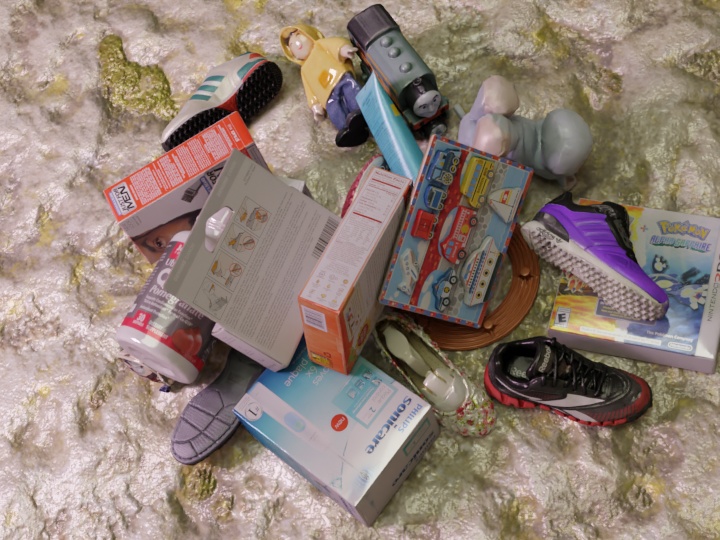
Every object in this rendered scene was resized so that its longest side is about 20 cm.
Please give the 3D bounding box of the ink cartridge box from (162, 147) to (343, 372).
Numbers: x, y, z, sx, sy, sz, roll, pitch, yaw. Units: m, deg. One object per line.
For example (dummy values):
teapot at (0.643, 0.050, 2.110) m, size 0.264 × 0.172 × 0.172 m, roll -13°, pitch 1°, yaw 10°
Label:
ink cartridge box at (-0.124, -0.013, 1.393) m, size 0.175 × 0.045 × 0.202 m, roll 33°, pitch 65°, yaw -17°

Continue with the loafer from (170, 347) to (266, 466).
loafer at (-0.156, 0.157, 1.460) m, size 0.071 × 0.063 × 0.201 m, roll 28°, pitch 77°, yaw 23°

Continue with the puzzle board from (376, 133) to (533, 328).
puzzle board at (0.114, -0.041, 1.383) m, size 0.017 × 0.149 × 0.203 m, roll 32°, pitch 105°, yaw 60°

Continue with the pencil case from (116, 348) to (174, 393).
pencil case at (-0.221, 0.054, 1.516) m, size 0.089 × 0.078 × 0.201 m, roll 25°, pitch 71°, yaw 26°

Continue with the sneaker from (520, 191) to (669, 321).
sneaker at (0.290, -0.029, 1.379) m, size 0.199 × 0.070 × 0.100 m, roll 37°, pitch 75°, yaw 28°

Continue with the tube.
tube at (0.051, -0.151, 1.507) m, size 0.050 × 0.077 × 0.202 m, roll -24°, pitch 80°, yaw -29°

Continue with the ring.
ring at (0.126, 0.004, 1.486) m, size 0.197 × 0.019 × 0.203 m, roll -7°, pitch 61°, yaw 12°

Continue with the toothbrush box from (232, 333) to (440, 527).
toothbrush box at (-0.027, 0.178, 1.396) m, size 0.199 × 0.086 × 0.147 m, roll 34°, pitch 74°, yaw 26°

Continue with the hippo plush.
hippo plush at (0.202, -0.139, 1.486) m, size 0.158 × 0.200 × 0.162 m, roll 12°, pitch 81°, yaw -8°

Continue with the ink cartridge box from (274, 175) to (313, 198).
ink cartridge box at (-0.173, -0.078, 1.590) m, size 0.197 × 0.051 × 0.110 m, roll 12°, pitch 67°, yaw 21°

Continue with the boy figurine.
boy figurine at (-0.043, -0.269, 1.623) m, size 0.064 × 0.125 × 0.202 m, roll -11°, pitch 61°, yaw -41°

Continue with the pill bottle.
pill bottle at (-0.200, 0.024, 1.428) m, size 0.109 × 0.111 × 0.202 m, roll 21°, pitch 71°, yaw 23°

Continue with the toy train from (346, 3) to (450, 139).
toy train at (0.051, -0.264, 1.591) m, size 0.084 × 0.114 × 0.201 m, roll -30°, pitch 59°, yaw -2°

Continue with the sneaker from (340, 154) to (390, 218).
sneaker at (0.009, -0.054, 1.522) m, size 0.074 × 0.081 × 0.203 m, roll 18°, pitch 66°, yaw -9°

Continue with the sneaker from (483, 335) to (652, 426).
sneaker at (0.233, 0.124, 1.349) m, size 0.197 × 0.098 × 0.072 m, roll 11°, pitch 64°, yaw 18°

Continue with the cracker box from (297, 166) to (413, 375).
cracker box at (0.000, 0.000, 1.372) m, size 0.057 × 0.135 × 0.201 m, roll 20°, pitch 59°, yaw 18°

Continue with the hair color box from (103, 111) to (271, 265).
hair color box at (-0.214, -0.104, 1.521) m, size 0.198 × 0.111 × 0.064 m, roll -30°, pitch 58°, yaw -1°

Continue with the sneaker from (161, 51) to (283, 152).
sneaker at (-0.206, -0.238, 1.683) m, size 0.199 × 0.071 × 0.093 m, roll -40°, pitch 43°, yaw -6°

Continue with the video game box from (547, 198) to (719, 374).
video game box at (0.338, 0.014, 1.409) m, size 0.197 × 0.047 × 0.185 m, roll 9°, pitch 64°, yaw 19°

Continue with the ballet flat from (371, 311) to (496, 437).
ballet flat at (0.078, 0.123, 1.409) m, size 0.200 × 0.064 × 0.076 m, roll 42°, pitch 95°, yaw 29°
